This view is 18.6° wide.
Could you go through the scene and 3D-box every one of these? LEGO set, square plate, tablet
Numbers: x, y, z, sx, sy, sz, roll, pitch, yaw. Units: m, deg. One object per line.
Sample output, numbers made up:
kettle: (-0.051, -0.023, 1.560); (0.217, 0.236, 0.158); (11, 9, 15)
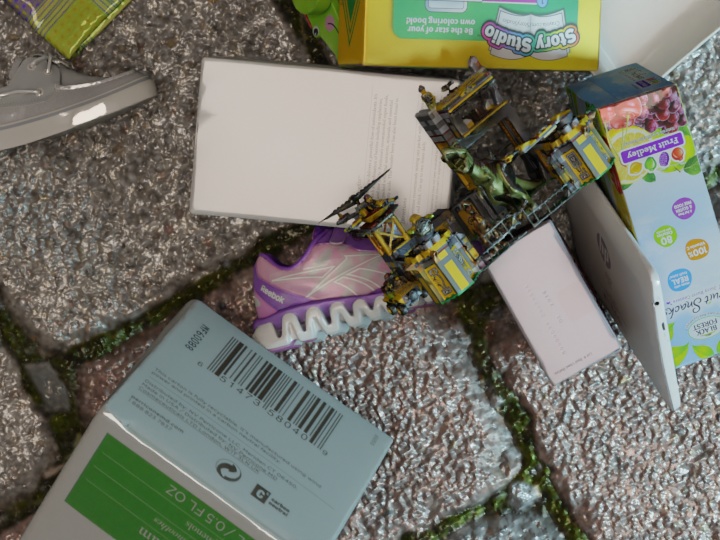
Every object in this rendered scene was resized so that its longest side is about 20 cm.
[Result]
LEGO set: (0.069, -0.073, 1.566); (0.200, 0.154, 0.116); (-38, 101, -6)
square plate: (0.220, -0.264, 1.723); (0.200, 0.028, 0.199); (-38, 90, 5)
tablet: (0.190, 0.000, 1.639); (0.014, 0.200, 0.131); (-19, 127, -6)

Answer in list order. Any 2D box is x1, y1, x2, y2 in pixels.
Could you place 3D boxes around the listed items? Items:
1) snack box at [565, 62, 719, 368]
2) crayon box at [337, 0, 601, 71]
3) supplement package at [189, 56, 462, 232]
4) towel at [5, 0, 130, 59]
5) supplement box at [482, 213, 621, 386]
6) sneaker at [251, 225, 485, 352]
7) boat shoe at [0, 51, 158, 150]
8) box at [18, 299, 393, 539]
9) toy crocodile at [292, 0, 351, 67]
snack box: (0.221, -0.045, 1.650); (0.067, 0.169, 0.202); (-17, 101, 1)
crayon box: (0.084, -0.237, 1.650); (0.198, 0.058, 0.174); (0, 97, -23)
supplement package: (-0.023, -0.097, 1.704); (0.198, 0.120, 0.122); (6, 95, 3)
towel: (-0.257, -0.284, 1.761); (0.200, 0.023, 0.144); (45, 95, 1)
supplement box: (0.143, 0.019, 1.657); (0.061, 0.200, 0.109); (-29, 91, 5)
sneaker: (0.000, 0.000, 1.732); (0.198, 0.080, 0.089); (-16, 84, 6)
boat shoe: (-0.261, -0.137, 1.751); (0.198, 0.072, 0.069); (-14, 95, 15)
box: (-0.118, 0.173, 1.667); (0.198, 0.200, 0.172); (35, 120, 1)
toy crocodile: (-0.038, -0.239, 1.698); (0.062, 0.067, 0.201); (-45, 65, 45)
